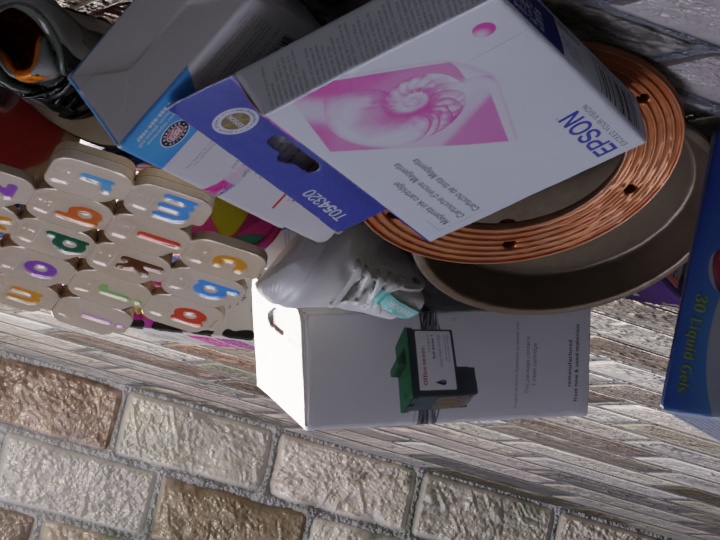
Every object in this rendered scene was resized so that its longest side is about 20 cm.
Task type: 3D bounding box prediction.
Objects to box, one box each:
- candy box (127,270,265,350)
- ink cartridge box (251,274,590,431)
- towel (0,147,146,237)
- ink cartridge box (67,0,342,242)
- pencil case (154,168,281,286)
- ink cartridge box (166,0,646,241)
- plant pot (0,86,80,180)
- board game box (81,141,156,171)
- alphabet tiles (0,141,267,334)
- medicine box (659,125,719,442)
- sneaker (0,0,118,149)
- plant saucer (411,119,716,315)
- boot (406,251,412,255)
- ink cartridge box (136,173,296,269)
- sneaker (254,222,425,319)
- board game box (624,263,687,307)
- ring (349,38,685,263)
[{"bbox_3d":[-0.090,-0.009,2.109,0.200,0.136,0.061,5,170,41],"label":"candy box"},{"bbox_3d":[0.038,0.050,1.862,0.200,0.084,0.146,-3,-169,-15],"label":"ink cartridge box"},{"bbox_3d":[-0.193,-0.048,1.780,0.200,0.024,0.145,-26,-178,32],"label":"towel"},{"bbox_3d":[-0.056,-0.100,1.563,0.200,0.115,0.068,27,-160,-53],"label":"ink cartridge box"},{"bbox_3d":[-0.101,-0.038,1.754,0.088,0.088,0.200,16,169,-15],"label":"pencil case"},{"bbox_3d":[0.029,-0.080,1.506,0.200,0.043,0.196,-27,149,19],"label":"ink cartridge box"},{"bbox_3d":[-0.280,-0.103,1.707,0.177,0.201,0.200,-9,158,39],"label":"plant pot"},{"bbox_3d":[-0.181,-0.111,1.910,0.200,0.046,0.151,5,167,38],"label":"board game box"},{"bbox_3d":[-0.162,-0.017,1.660,0.196,0.015,0.200,18,149,-14],"label":"alphabet tiles"},{"bbox_3d":[0.299,0.018,1.611,0.200,0.182,0.103,6,169,33],"label":"medicine box"},{"bbox_3d":[-0.183,-0.121,1.598,0.074,0.079,0.200,-29,141,14],"label":"sneaker"},{"bbox_3d":[0.126,-0.042,1.687,0.200,0.029,0.200,-7,143,-6],"label":"plant saucer"},{"bbox_3d":[0.043,-0.058,1.719,0.075,0.097,0.200,-32,173,3],"label":"boot"},{"bbox_3d":[-0.092,-0.036,1.975,0.200,0.068,0.116,0,-175,12],"label":"ink cartridge box"},{"bbox_3d":[0.000,0.000,1.721,0.088,0.075,0.200,45,-162,4],"label":"sneaker"},{"bbox_3d":[0.138,-0.030,1.927,0.165,0.057,0.200,11,170,21],"label":"board game box"},{"bbox_3d":[0.090,-0.071,1.603,0.200,0.019,0.200,-6,143,-4],"label":"ring"}]
